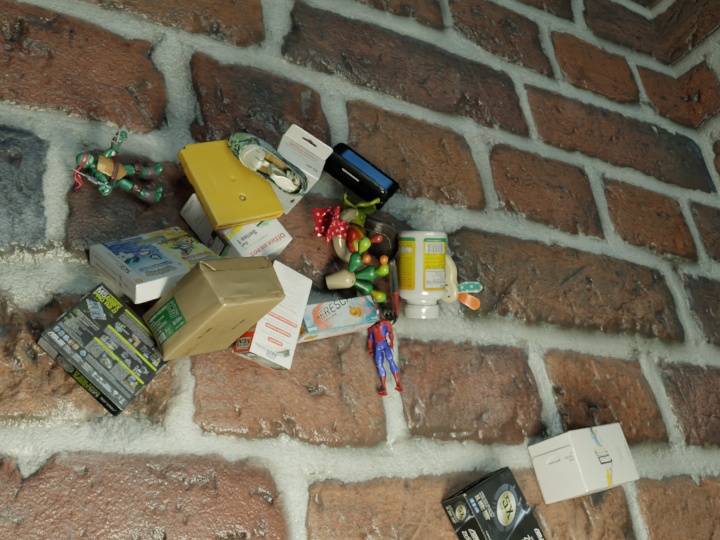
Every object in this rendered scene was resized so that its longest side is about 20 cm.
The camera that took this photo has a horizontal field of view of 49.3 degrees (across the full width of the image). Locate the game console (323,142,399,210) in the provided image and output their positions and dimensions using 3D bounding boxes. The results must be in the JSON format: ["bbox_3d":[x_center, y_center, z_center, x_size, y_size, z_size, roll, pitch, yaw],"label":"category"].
[{"bbox_3d":[0.003,-0.258,1.956,0.200,0.176,0.117,36,75,4],"label":"game console"}]

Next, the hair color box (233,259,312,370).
[{"bbox_3d":[-0.180,0.094,1.624,0.111,0.064,0.201,31,61,-37],"label":"hair color box"}]

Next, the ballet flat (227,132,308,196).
[{"bbox_3d":[-0.198,-0.226,1.683,0.199,0.074,0.075,30,50,-14],"label":"ballet flat"}]

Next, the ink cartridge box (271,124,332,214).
[{"bbox_3d":[-0.162,-0.227,1.779,0.115,0.200,0.067,31,49,-17],"label":"ink cartridge box"}]

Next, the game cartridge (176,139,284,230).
[{"bbox_3d":[-0.279,-0.188,1.677,0.176,0.032,0.201,-16,70,-41],"label":"game cartridge"}]

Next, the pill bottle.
[{"bbox_3d":[0.143,0.008,1.824,0.112,0.112,0.201,-1,93,-36],"label":"pill bottle"}]

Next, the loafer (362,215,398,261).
[{"bbox_3d":[0.050,-0.066,1.865,0.073,0.200,0.072,21,78,24],"label":"loafer"}]

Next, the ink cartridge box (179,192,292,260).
[{"bbox_3d":[-0.268,-0.096,1.703,0.200,0.084,0.145,51,46,1],"label":"ink cartridge box"}]

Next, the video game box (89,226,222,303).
[{"bbox_3d":[-0.394,-0.016,1.526,0.199,0.047,0.182,-19,40,-41],"label":"video game box"}]

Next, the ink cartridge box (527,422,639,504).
[{"bbox_3d":[0.542,0.470,1.912,0.199,0.147,0.145,1,64,-35],"label":"ink cartridge box"}]

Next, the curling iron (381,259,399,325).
[{"bbox_3d":[0.073,0.055,1.800,0.025,0.201,0.050,27,47,25],"label":"curling iron"}]

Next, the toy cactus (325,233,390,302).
[{"bbox_3d":[0.000,0.000,1.809,0.164,0.200,0.103,-14,53,2],"label":"toy cactus"}]

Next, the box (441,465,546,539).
[{"bbox_3d":[0.298,0.561,1.723,0.163,0.086,0.201,-15,73,-41],"label":"box"}]

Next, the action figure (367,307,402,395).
[{"bbox_3d":[0.051,0.179,1.786,0.052,0.065,0.201,34,41,-56],"label":"action figure"}]

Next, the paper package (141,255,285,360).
[{"bbox_3d":[-0.278,0.068,1.491,0.190,0.200,0.104,-5,61,-57],"label":"paper package"}]

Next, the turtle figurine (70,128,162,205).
[{"bbox_3d":[-0.500,-0.208,1.593,0.199,0.100,0.151,21,67,-44],"label":"turtle figurine"}]

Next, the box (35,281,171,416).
[{"bbox_3d":[-0.465,0.144,1.447,0.200,0.044,0.160,45,46,-6],"label":"box"}]

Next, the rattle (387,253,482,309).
[{"bbox_3d":[0.182,0.029,1.892,0.200,0.130,0.143,46,17,27],"label":"rattle"}]

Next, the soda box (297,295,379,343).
[{"bbox_3d":[-0.060,0.107,1.743,0.199,0.068,0.064,-8,69,-38],"label":"soda box"}]

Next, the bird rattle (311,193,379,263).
[{"bbox_3d":[-0.023,-0.096,1.859,0.200,0.112,0.164,-47,125,-53],"label":"bird rattle"}]
